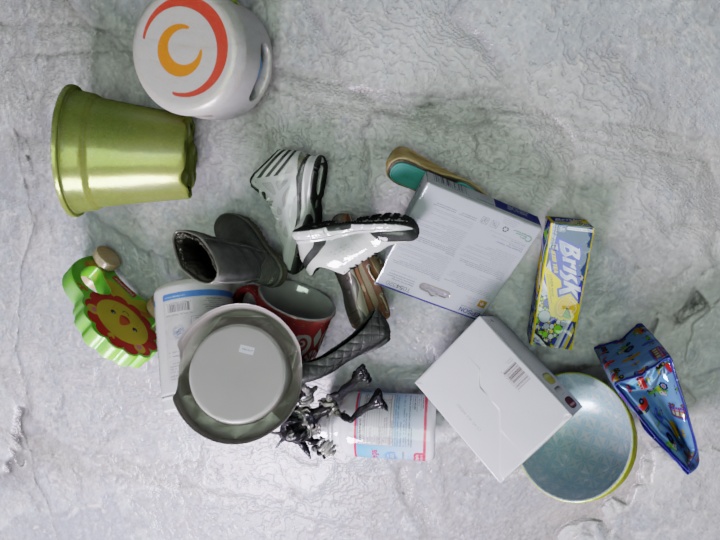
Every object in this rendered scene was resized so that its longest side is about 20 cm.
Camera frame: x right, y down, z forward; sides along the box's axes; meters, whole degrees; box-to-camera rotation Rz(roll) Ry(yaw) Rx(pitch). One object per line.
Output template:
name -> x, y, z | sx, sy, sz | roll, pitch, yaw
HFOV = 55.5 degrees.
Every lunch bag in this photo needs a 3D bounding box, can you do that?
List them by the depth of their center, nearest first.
lunch bag -> 0.468, 0.208, 1.072 | 0.094, 0.151, 0.201 | -31, 99, 14

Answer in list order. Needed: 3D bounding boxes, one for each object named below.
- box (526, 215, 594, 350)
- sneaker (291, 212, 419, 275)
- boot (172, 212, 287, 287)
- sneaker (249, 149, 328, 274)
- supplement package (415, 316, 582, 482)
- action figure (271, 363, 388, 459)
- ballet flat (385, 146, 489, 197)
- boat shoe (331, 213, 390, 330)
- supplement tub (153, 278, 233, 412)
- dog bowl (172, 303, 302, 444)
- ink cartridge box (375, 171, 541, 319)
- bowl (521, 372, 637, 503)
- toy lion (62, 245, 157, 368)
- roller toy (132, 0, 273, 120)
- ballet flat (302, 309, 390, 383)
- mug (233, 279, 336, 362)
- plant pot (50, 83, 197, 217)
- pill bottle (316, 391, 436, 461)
box -> 0.315, 0.019, 1.086 | 0.069, 0.064, 0.202 | 7, 106, 5
sneaker -> -0.004, -0.039, 1.033 | 0.198, 0.074, 0.081 | -6, 102, 22
boot -> -0.217, -0.036, 1.044 | 0.181, 0.199, 0.073 | 38, 108, 25
sneaker -> -0.125, -0.101, 1.117 | 0.114, 0.076, 0.202 | 17, 107, 18
supplement package -> 0.219, 0.196, 1.082 | 0.156, 0.111, 0.200 | -47, 69, 15
action figure -> -0.063, 0.228, 1.078 | 0.199, 0.102, 0.120 | -30, 88, 3
ballet flat -> 0.130, -0.136, 1.066 | 0.199, 0.063, 0.069 | 28, 127, -17
boat shoe -> 0.000, 0.000, 1.123 | 0.071, 0.076, 0.202 | -19, 105, -21
supplement tub -> -0.265, 0.122, 1.115 | 0.131, 0.132, 0.202 | -10, 79, 9
dog bowl -> -0.178, 0.153, 1.012 | 0.198, 0.059, 0.202 | 0, 77, 0
ink cartridge box -> 0.148, -0.033, 1.075 | 0.195, 0.043, 0.201 | 20, 125, -12
bowl -> 0.364, 0.275, 1.113 | 0.107, 0.200, 0.201 | 23, 112, -44
toy lion -> -0.407, 0.066, 1.119 | 0.200, 0.192, 0.069 | 45, 105, -5
roller toy -> -0.232, -0.319, 1.025 | 0.199, 0.140, 0.184 | -27, 90, 18
ballet flat -> -0.045, 0.127, 1.077 | 0.199, 0.066, 0.057 | -27, 96, -9
mug -> -0.141, 0.124, 1.157 | 0.132, 0.178, 0.202 | 5, 114, -33
plant pot -> -0.354, -0.181, 1.063 | 0.182, 0.201, 0.202 | 2, 105, -5
pill bottle -> 0.029, 0.262, 1.161 | 0.198, 0.109, 0.110 | 1, 105, 7
